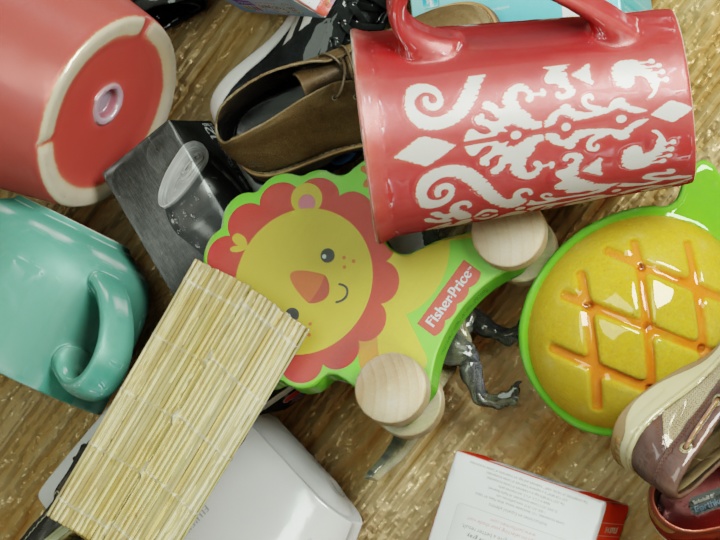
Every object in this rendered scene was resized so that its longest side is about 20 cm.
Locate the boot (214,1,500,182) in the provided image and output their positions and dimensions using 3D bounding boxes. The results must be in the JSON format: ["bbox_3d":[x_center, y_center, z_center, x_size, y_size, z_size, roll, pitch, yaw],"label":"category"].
[{"bbox_3d":[-0.002,-0.119,1.647,0.199,0.075,0.074,-26,69,13],"label":"boot"}]

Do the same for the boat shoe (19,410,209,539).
[{"bbox_3d":[-0.162,0.140,1.700,0.201,0.072,0.066,-40,58,17],"label":"boat shoe"}]

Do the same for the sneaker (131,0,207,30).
[{"bbox_3d":[-0.117,-0.246,1.809,0.200,0.071,0.099,-43,71,19],"label":"sneaker"}]

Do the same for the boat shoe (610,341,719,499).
[{"bbox_3d":[0.250,0.072,1.572,0.200,0.072,0.072,-33,44,-18],"label":"boat shoe"}]

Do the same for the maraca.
[{"bbox_3d":[0.194,0.019,1.622,0.200,0.107,0.137,-38,97,1],"label":"maraca"}]

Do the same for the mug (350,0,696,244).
[{"bbox_3d":[0.098,-0.102,1.542,0.199,0.178,0.134,-6,65,1],"label":"mug"}]

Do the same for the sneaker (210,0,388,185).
[{"bbox_3d":[-0.009,-0.138,1.731,0.200,0.073,0.112,-49,49,19],"label":"sneaker"}]

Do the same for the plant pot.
[{"bbox_3d":[-0.238,-0.143,1.765,0.177,0.200,0.201,26,93,28],"label":"plant pot"}]

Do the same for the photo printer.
[{"bbox_3d":[-0.106,0.168,1.745,0.166,0.069,0.200,-48,68,10],"label":"photo printer"}]

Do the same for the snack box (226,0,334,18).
[{"bbox_3d":[-0.028,-0.272,1.710,0.201,0.068,0.169,-62,22,-3],"label":"snack box"}]

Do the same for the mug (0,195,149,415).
[{"bbox_3d":[-0.210,0.023,1.764,0.185,0.152,0.115,24,87,19],"label":"mug"}]

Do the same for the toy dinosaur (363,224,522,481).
[{"bbox_3d":[0.067,0.050,1.681,0.088,0.047,0.201,13,82,1],"label":"toy dinosaur"}]

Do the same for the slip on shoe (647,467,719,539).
[{"bbox_3d":[0.271,0.123,1.599,0.199,0.061,0.074,-22,73,17],"label":"slip on shoe"}]

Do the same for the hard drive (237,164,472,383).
[{"bbox_3d":[-0.025,0.003,1.757,0.199,0.026,0.132,16,89,23],"label":"hard drive"}]

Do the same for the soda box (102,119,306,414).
[{"bbox_3d":[-0.090,-0.003,1.728,0.071,0.063,0.200,-36,78,22],"label":"soda box"}]

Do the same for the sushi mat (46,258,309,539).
[{"bbox_3d":[-0.118,0.098,1.640,0.096,0.012,0.200,33,94,27],"label":"sushi mat"}]

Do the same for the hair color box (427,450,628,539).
[{"bbox_3d":[0.090,0.230,1.659,0.111,0.064,0.201,18,89,22],"label":"hair color box"}]

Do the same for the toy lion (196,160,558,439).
[{"bbox_3d":[0.000,0.000,1.649,0.191,0.069,0.200,37,89,18],"label":"toy lion"}]

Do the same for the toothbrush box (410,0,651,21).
[{"bbox_3d":[0.112,-0.192,1.693,0.146,0.085,0.201,-10,80,21],"label":"toothbrush box"}]
